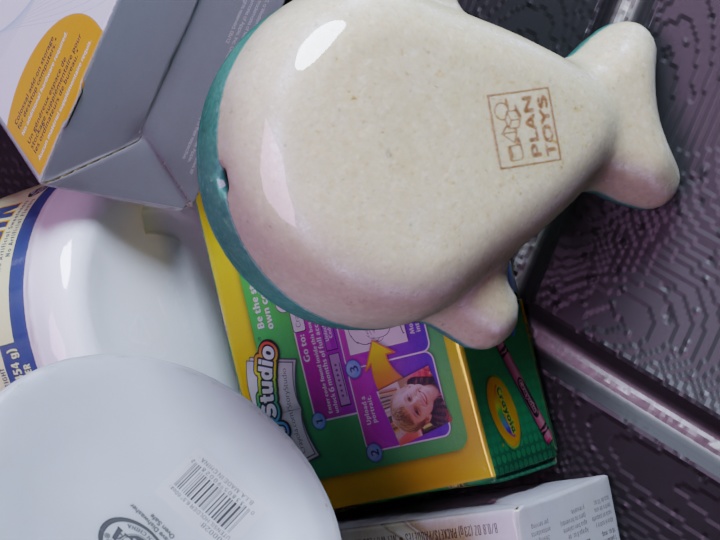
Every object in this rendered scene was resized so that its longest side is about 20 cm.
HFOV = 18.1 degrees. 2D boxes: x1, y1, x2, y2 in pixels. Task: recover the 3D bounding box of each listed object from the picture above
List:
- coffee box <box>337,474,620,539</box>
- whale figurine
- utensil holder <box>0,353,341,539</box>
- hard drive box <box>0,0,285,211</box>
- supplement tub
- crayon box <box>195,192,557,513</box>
[{"bbox_3d":[0.057,0.195,0.943,0.114,0.080,0.201,-12,89,34],"label":"coffee box"},{"bbox_3d":[0.028,-0.047,0.880,0.104,0.200,0.160,-12,90,59],"label":"whale figurine"},{"bbox_3d":[-0.116,0.151,0.897,0.170,0.170,0.200,54,141,16],"label":"utensil holder"},{"bbox_3d":[-0.113,-0.146,0.973,0.200,0.077,0.156,50,122,46],"label":"hard drive box"},{"bbox_3d":[-0.158,0.041,1.028,0.200,0.145,0.145,-16,87,34],"label":"supplement tub"},{"bbox_3d":[0.000,0.000,0.969,0.119,0.058,0.201,-15,88,34],"label":"crayon box"}]
